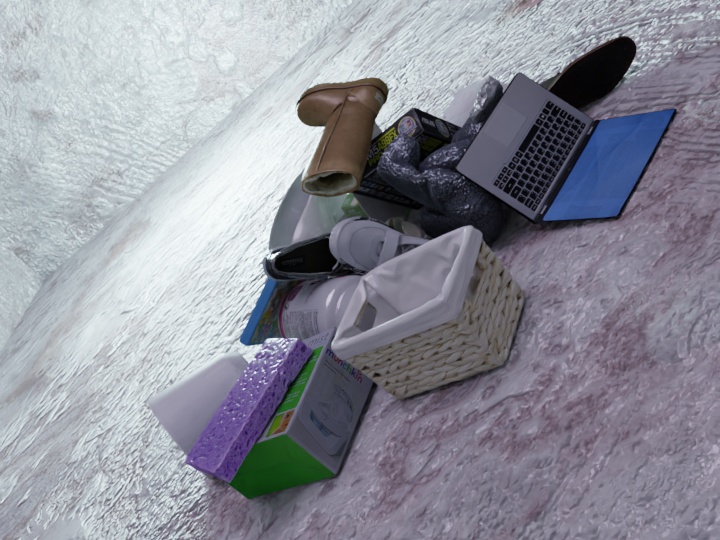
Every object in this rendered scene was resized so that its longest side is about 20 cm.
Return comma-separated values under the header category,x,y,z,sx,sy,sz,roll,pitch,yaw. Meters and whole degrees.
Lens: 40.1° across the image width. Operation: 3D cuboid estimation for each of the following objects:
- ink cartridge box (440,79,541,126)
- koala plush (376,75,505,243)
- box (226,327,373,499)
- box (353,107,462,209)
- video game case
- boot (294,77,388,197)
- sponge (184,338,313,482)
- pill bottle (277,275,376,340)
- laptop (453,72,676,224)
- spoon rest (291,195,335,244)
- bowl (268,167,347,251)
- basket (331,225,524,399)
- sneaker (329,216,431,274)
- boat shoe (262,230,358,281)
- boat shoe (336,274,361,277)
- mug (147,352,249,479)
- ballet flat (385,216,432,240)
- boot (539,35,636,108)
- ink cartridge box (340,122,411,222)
category,x,y,z,sx,sy,sz,roll,pitch,yaw
ink cartridge box,0.198,-0.256,1.651,0.163,0.057,0.199,-55,18,-22
koala plush,0.165,-0.151,1.377,0.200,0.178,0.183,-50,34,-13
box,-0.092,0.193,1.319,0.199,0.097,0.178,-25,31,45
box,0.085,-0.167,1.521,0.160,0.199,0.045,-36,65,29
video game case,-0.110,0.045,1.515,0.144,0.018,0.200,-65,-17,7
boot,-0.052,-0.195,1.467,0.174,0.066,0.202,-12,45,36
sponge,-0.146,0.176,1.278,0.111,0.030,0.201,-8,45,59
pill bottle,-0.027,0.066,1.399,0.114,0.113,0.199,-55,23,-23
laptop,0.258,-0.165,1.255,0.188,0.199,0.116,-55,-4,-25
spoon rest,-0.060,-0.087,1.623,0.060,0.099,0.202,19,94,50
bowl,-0.071,-0.076,1.720,0.202,0.090,0.202,-55,-21,-32
basket,0.085,0.058,1.188,0.199,0.123,0.136,-26,28,43
sneaker,0.062,-0.021,1.296,0.114,0.198,0.076,6,80,56
boat shoe,-0.038,-0.019,1.391,0.198,0.073,0.071,-16,9,-14
boat shoe,0.000,0.000,1.543,0.068,0.072,0.200,-49,10,3
mug,-0.222,0.200,1.496,0.153,0.150,0.186,-41,26,-9
ballet flat,0.065,-0.045,1.481,0.074,0.074,0.200,-47,26,-4
boot,0.309,-0.280,1.446,0.200,0.075,0.097,-40,24,20
ink cartridge box,0.012,-0.153,1.602,0.048,0.200,0.146,-12,38,42
